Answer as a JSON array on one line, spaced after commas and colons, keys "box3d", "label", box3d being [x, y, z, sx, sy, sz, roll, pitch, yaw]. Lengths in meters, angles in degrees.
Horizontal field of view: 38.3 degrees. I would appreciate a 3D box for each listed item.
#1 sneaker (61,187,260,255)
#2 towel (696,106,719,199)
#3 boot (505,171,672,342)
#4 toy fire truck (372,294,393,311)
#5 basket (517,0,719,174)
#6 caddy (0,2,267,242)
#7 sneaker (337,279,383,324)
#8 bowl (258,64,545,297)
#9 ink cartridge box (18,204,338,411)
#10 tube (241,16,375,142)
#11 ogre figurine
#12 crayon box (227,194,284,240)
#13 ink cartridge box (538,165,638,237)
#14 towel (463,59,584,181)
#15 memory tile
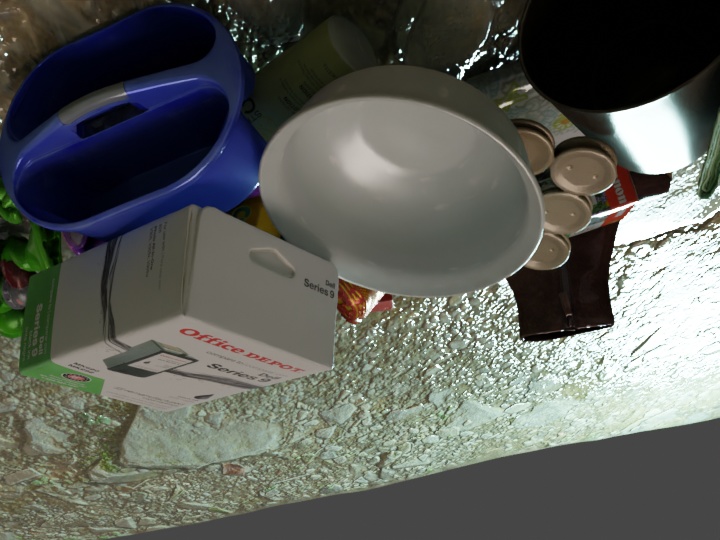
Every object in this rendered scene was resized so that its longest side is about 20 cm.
[{"box3d": [-0.172, -0.055, 0.897, 0.199, 0.089, 0.081, -9, 156, -11], "label": "sneaker"}, {"box3d": [0.294, -0.165, 0.747, 0.023, 0.201, 0.153, 22, 168, 17], "label": "towel"}, {"box3d": [0.241, -0.018, 1.074, 0.199, 0.167, 0.072, -13, 158, 4], "label": "boot"}, {"box3d": [0.095, -0.010, 1.180, 0.199, 0.049, 0.141, -8, 158, -10], "label": "toy fire truck"}, {"box3d": [0.219, -0.159, 0.786, 0.180, 0.136, 0.200, -41, 158, 7], "label": "basket"}, {"box3d": [-0.160, -0.101, 0.729, 0.199, 0.142, 0.105, -20, 159, 18], "label": "caddy"}, {"box3d": [0.000, 0.000, 0.972, 0.077, 0.073, 0.200, -33, -176, 5], "label": "sneaker"}, {"box3d": [0.034, -0.076, 0.733, 0.200, 0.091, 0.202, 8, 142, 6], "label": "bowl"}, {"box3d": [-0.135, 0.036, 0.768, 0.199, 0.085, 0.146, -19, 150, 40], "label": "ink cartridge box"}, {"box3d": [-0.075, -0.119, 0.804, 0.200, 0.058, 0.052, -30, 169, 33], "label": "tube"}, {"box3d": [-0.312, 0.003, 0.946, 0.119, 0.099, 0.200, -7, 153, 17], "label": "ogre figurine"}, {"box3d": [-0.147, -0.001, 0.935, 0.199, 0.126, 0.052, -7, 138, 19], "label": "crayon box"}, {"box3d": [0.220, -0.068, 0.994, 0.199, 0.051, 0.109, -18, 172, 5], "label": "ink cartridge box"}, {"box3d": [0.121, -0.119, 0.942, 0.170, 0.048, 0.200, -21, 156, 16], "label": "towel"}, {"box3d": [0.086, -0.069, 0.813, 0.199, 0.017, 0.154, 15, 143, -1], "label": "memory tile"}]
